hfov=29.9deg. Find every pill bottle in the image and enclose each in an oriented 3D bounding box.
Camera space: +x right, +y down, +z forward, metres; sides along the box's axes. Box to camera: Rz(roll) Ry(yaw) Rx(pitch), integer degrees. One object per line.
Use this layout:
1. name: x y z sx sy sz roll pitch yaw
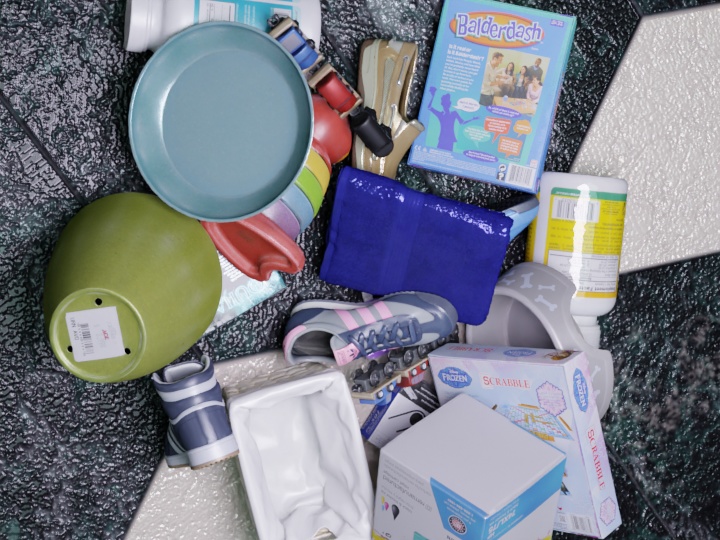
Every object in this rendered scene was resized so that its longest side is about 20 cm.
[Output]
1. pill bottle: -0.148 -0.258 1.432 0.198 0.111 0.112 5 95 -16
2. pill bottle: 0.246 -0.011 1.567 0.112 0.113 0.202 4 95 -16

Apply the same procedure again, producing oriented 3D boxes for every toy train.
1. toy train: -0.029 -0.189 1.404 0.034 0.046 0.200 -37 122 12
2. toy train: 0.053 0.108 1.517 0.199 0.034 0.046 -26 112 -50

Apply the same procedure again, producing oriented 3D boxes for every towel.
1. towel: 0.060 -0.028 1.477 0.198 0.050 0.149 18 125 6

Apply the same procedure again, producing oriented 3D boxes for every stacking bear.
1. stacking bear: -0.077 -0.105 1.458 0.114 0.121 0.201 41 64 -20

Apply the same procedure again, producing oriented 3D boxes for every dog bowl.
1. dog bowl: 0.194 0.094 1.515 0.058 0.199 0.202 -19 101 -31

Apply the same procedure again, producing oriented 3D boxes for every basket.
1. basket: -0.072 0.211 1.498 0.134 0.123 0.202 -15 99 -13

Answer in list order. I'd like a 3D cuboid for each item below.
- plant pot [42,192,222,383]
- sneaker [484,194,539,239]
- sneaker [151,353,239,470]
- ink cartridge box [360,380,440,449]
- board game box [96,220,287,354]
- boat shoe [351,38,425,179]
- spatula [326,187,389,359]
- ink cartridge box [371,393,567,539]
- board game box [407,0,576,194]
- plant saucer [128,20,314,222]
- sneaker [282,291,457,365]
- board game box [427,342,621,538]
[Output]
1. plant pot: -0.242 0.036 1.348 0.185 0.200 0.189 0 106 1
2. sneaker: 0.126 -0.015 1.545 0.199 0.066 0.079 -31 98 5
3. sneaker: -0.182 0.150 1.430 0.070 0.200 0.109 -21 90 -18
4. ink cartridge box: 0.106 0.205 1.587 0.199 0.044 0.094 34 88 -17
5. board game box: -0.197 0.010 1.490 0.199 0.028 0.136 -30 103 -11
6. boat shoe: 0.034 -0.157 1.502 0.075 0.072 0.202 4 96 13
7. spatula: 0.000 0.000 1.547 0.056 0.021 0.202 -20 100 -11
8. ink cartridge box: 0.111 0.272 1.448 0.146 0.146 0.201 -28 134 -40
9. board game box: 0.149 -0.201 1.524 0.151 0.045 0.202 14 93 10
10. plant saucer: -0.137 -0.150 1.367 0.198 0.036 0.202 1 92 15
11. sneaker: 0.008 0.074 1.482 0.198 0.082 0.071 -7 124 20
12. board game box: 0.178 0.182 1.478 0.041 0.199 0.201 -26 108 -40
